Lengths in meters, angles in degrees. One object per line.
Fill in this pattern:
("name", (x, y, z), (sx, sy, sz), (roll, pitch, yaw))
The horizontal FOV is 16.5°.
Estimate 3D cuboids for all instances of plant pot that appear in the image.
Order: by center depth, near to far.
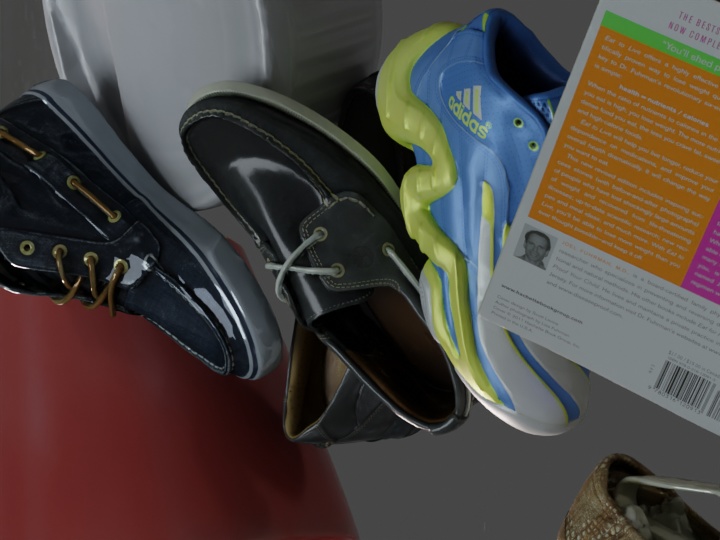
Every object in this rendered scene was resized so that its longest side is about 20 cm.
("plant pot", (-0.115, 0.084, 1.345), (0.200, 0.200, 0.178), (-29, 70, 53))

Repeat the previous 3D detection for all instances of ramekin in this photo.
("ramekin", (-0.073, -0.136, 1.268), (0.202, 0.094, 0.203), (25, 123, 45))

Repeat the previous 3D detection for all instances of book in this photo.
("book", (0.140, -0.031, 1.031), (0.133, 0.048, 0.201), (27, 129, 9))

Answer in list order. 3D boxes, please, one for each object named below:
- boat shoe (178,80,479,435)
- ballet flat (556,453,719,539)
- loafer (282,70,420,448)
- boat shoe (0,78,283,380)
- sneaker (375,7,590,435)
("boat shoe", (-0.012, -0.007, 1.174), (0.200, 0.068, 0.072), (47, 130, -9))
("ballet flat", (0.164, 0.134, 1.087), (0.200, 0.070, 0.066), (25, 108, 42))
("loafer", (0.000, 0.000, 1.243), (0.073, 0.072, 0.201), (26, 123, 47))
("boat shoe", (-0.132, -0.004, 1.249), (0.200, 0.091, 0.071), (45, 149, 19))
("sneaker", (0.071, -0.028, 1.135), (0.105, 0.075, 0.201), (-35, 74, 52))
